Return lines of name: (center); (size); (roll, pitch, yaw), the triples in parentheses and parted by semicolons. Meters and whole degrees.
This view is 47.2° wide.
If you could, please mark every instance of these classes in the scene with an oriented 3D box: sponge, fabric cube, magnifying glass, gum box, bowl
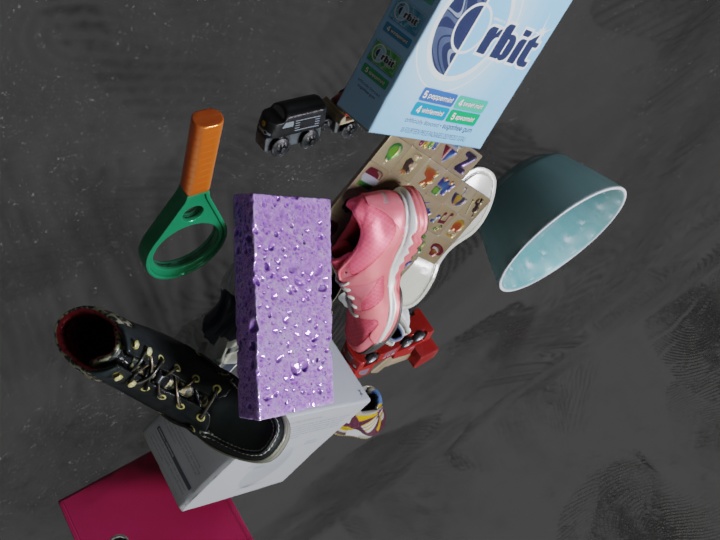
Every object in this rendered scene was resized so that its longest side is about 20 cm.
sponge: (-0.069, 0.030, 0.762); (0.030, 0.201, 0.111); (-1, 179, 35)
fabric cube: (-0.272, 0.377, 1.154); (0.199, 0.197, 0.200); (-27, 156, -18)
magnifying glass: (-0.142, -0.057, 0.689); (0.079, 0.022, 0.200); (-21, 156, -31)
gum box: (0.092, -0.197, 0.654); (0.170, 0.045, 0.200); (-3, 131, -52)
bowl: (0.232, -0.075, 1.069); (0.200, 0.105, 0.201); (-29, 158, -13)

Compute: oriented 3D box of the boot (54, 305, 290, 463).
boot: (-0.173, 0.106, 0.757); (0.074, 0.203, 0.154); (-59, 154, -6)

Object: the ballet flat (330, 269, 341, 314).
ballet flat: (-0.030, 0.000, 0.921); (0.067, 0.046, 0.200); (-16, 149, -37)

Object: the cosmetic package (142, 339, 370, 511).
cosmetic package: (-0.132, 0.187, 1.063); (0.200, 0.123, 0.199); (-44, 157, 24)

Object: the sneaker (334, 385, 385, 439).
sneaker: (0.013, 0.248, 1.462); (0.090, 0.075, 0.200); (-36, 160, 18)

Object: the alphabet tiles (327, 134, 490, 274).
alphabet tiles: (0.058, -0.070, 0.874); (0.167, 0.008, 0.200); (-49, 142, 14)

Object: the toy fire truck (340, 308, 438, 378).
toy fire truck: (0.048, 0.124, 1.289); (0.199, 0.049, 0.141); (-22, 155, -30)

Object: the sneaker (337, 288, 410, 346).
sneaker: (0.031, 0.066, 1.097); (0.074, 0.087, 0.200); (-39, 159, 6)

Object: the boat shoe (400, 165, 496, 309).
boat shoe: (0.086, -0.046, 0.980); (0.074, 0.060, 0.200); (20, 113, -26)

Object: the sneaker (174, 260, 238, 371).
sneaker: (-0.115, 0.067, 0.896); (0.129, 0.080, 0.200); (6, 125, -46)

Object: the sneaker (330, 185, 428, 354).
sneaker: (0.000, 0.000, 0.852); (0.086, 0.074, 0.201); (-1, 124, -26)

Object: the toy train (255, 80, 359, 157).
toy train: (0.000, -0.142, 0.699); (0.199, 0.034, 0.046); (-22, 144, -31)
